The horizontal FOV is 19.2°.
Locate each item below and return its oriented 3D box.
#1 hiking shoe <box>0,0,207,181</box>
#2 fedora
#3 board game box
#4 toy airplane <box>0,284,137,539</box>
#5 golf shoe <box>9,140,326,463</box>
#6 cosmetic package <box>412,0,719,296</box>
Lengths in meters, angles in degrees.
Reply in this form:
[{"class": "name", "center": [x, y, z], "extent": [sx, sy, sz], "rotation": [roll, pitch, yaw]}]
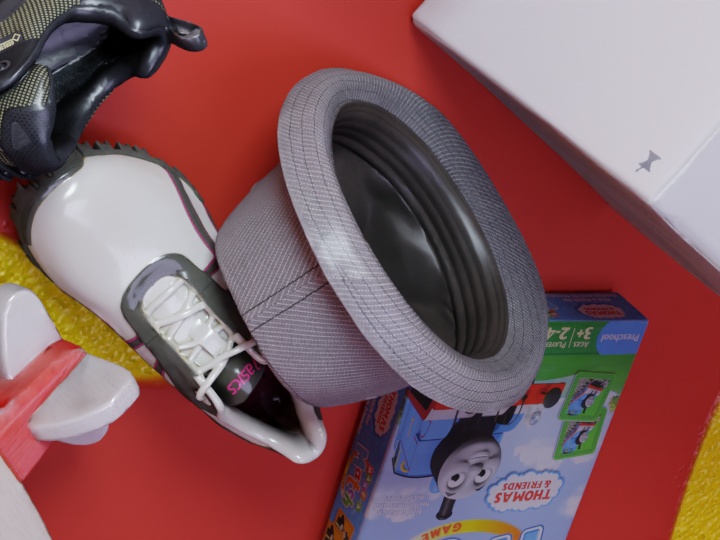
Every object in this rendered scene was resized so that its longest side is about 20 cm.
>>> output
[{"class": "hiking shoe", "center": [-0.164, -0.070, 0.851], "extent": [0.200, 0.101, 0.076], "rotation": [-33, 131, -12]}, {"class": "fedora", "center": [0.000, 0.000, 0.983], "extent": [0.090, 0.177, 0.200], "rotation": [-31, -178, 22]}, {"class": "board game box", "center": [0.062, 0.106, 1.166], "extent": [0.151, 0.037, 0.200], "rotation": [0, 119, -35]}, {"class": "toy airplane", "center": [-0.177, 0.105, 0.920], "extent": [0.200, 0.141, 0.199], "rotation": [7, 114, -37]}, {"class": "golf shoe", "center": [-0.078, 0.015, 0.977], "extent": [0.077, 0.088, 0.200], "rotation": [-45, 132, 1]}, {"class": "cosmetic package", "center": [0.164, -0.075, 1.005], "extent": [0.123, 0.199, 0.200], "rotation": [-50, 134, 4]}]
